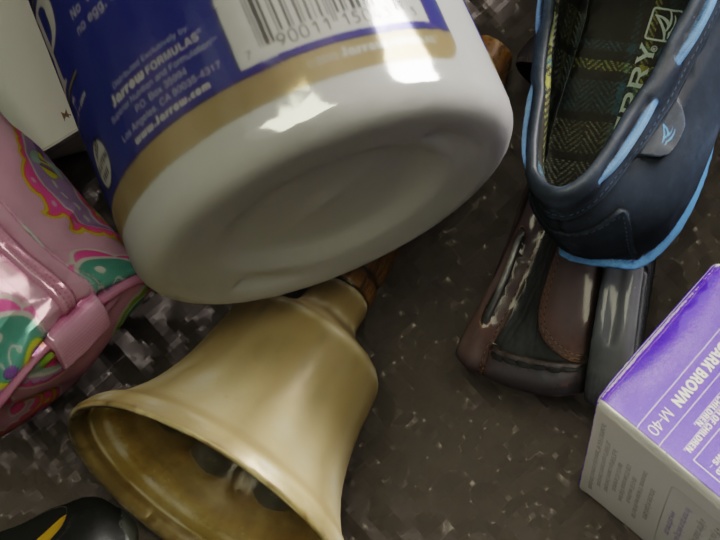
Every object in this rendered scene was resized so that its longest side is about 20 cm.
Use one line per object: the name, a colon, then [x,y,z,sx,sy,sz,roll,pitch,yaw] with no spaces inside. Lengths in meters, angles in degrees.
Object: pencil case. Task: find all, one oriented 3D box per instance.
pencil case: [-0.156,-0.040,0.762,0.087,0.087,0.200,-41,86,-9]

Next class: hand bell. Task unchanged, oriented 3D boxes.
hand bell: [0.000,0.000,0.803,0.104,0.104,0.201,28,64,11]

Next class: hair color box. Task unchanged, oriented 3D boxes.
hair color box: [0.163,0.096,0.739,0.200,0.109,0.065,41,78,14]

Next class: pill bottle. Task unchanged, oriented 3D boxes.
pill bottle: [-0.045,-0.104,0.725,0.119,0.120,0.201,-22,71,-3]

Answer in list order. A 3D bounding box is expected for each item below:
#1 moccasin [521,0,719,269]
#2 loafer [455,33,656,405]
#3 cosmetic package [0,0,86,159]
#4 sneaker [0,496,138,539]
moccasin: [0.096,-0.102,0.746,0.080,0.068,0.202,3,76,24]
loafer: [0.074,-0.056,0.813,0.062,0.072,0.202,6,76,9]
cosmetic package: [-0.115,-0.140,0.815,0.050,0.082,0.202,-24,87,41]
sneaker: [-0.162,0.115,0.719,0.199,0.070,0.090,-35,102,-3]
